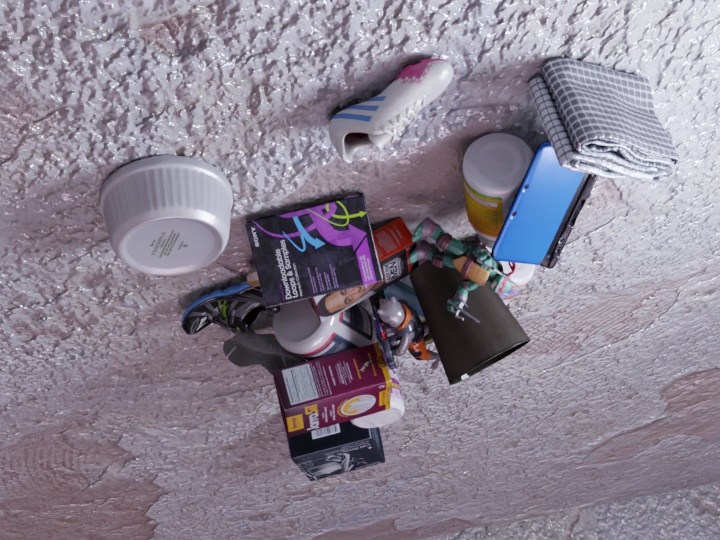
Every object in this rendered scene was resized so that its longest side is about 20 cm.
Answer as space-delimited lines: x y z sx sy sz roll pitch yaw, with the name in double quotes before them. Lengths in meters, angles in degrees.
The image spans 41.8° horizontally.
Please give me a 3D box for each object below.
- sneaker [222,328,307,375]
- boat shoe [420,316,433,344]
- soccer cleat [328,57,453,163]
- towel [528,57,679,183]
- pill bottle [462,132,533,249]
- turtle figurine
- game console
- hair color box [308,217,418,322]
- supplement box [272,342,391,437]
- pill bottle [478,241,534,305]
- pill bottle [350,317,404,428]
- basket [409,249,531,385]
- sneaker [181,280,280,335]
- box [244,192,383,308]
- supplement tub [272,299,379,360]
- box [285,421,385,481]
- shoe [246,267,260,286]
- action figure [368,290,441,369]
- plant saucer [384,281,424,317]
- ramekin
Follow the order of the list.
"sneaker" -0.159 0.157 1.785 0.199 0.080 0.071 21 125 20
"boat shoe" 0.191 0.102 1.904 0.198 0.065 0.073 -24 147 17
"soccer cleat" 0.046 -0.214 1.300 0.199 0.087 0.070 -27 147 22
"towel" 0.351 -0.213 1.343 0.198 0.167 0.086 6 140 -29
"pill bottle" 0.222 -0.117 1.503 0.110 0.112 0.201 -14 150 2
"turtle figurine" 0.174 -0.001 1.531 0.101 0.199 0.151 -37 152 -45
"game console" 0.285 -0.117 1.464 0.117 0.171 0.202 20 114 -4
"hair color box" 0.000 0.000 1.612 0.199 0.062 0.102 -28 151 -8
"supplement box" -0.049 0.215 1.692 0.198 0.086 0.111 -15 145 -9
"pill bottle" 0.230 0.026 1.746 0.111 0.113 0.200 2 147 -23
"pill bottle" 0.017 0.198 1.863 0.111 0.202 0.113 -9 151 -5
"basket" 0.178 0.071 1.632 0.135 0.202 0.180 -16 164 -41
"sneaker" -0.232 0.076 1.676 0.198 0.084 0.071 -20 168 14
"box" -0.075 -0.031 1.516 0.198 0.145 0.036 -14 -171 3
"supplement tub" -0.057 0.110 1.748 0.139 0.142 0.200 -25 147 21
"box" -0.060 0.399 2.251 0.198 0.125 0.197 -15 152 5
"shoe" -0.113 -0.029 1.592 0.198 0.054 0.070 -23 -170 22
"action figure" 0.078 0.080 1.698 0.104 0.202 0.193 -24 155 16
"plant saucer" 0.134 0.073 1.765 0.199 0.019 0.070 29 155 10
"ramekin" -0.285 -0.073 1.403 0.200 0.095 0.203 -10 150 -6
